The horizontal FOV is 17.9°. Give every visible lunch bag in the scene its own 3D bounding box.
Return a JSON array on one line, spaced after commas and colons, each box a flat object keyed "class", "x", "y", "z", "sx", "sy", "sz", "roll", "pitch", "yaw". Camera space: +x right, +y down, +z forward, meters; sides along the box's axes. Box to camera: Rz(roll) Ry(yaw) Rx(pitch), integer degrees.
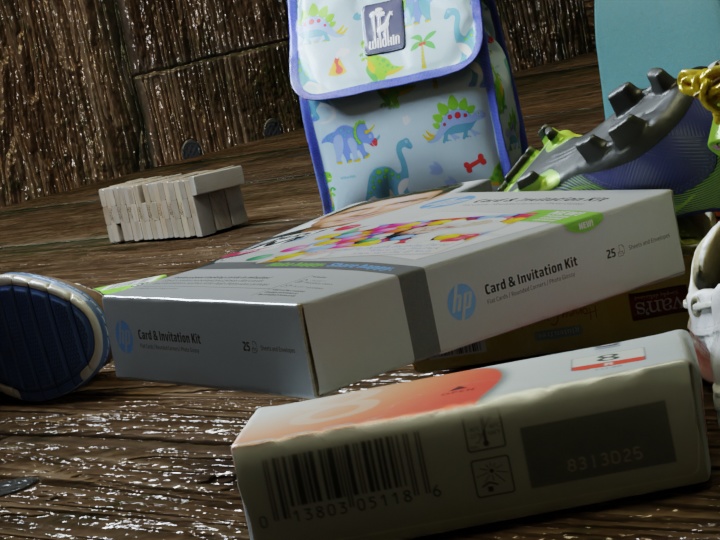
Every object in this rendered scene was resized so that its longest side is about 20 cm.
[{"class": "lunch bag", "x": 0.038, "y": -0.153, "z": 1.884, "sx": 0.168, "sy": 0.202, "sz": 0.127, "roll": -10, "pitch": 7, "yaw": 14}]

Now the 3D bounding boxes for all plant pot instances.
[{"class": "plant pot", "x": 0.294, "y": -0.232, "z": 2.067, "sx": 0.140, "sy": 0.202, "sz": 0.141, "roll": -7, "pitch": 8, "yaw": 31}]

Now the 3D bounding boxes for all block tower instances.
[{"class": "block tower", "x": -0.177, "y": -0.060, "z": 2.136, "sx": 0.054, "sy": 0.058, "sz": 0.199, "roll": -17, "pitch": 6, "yaw": -32}]

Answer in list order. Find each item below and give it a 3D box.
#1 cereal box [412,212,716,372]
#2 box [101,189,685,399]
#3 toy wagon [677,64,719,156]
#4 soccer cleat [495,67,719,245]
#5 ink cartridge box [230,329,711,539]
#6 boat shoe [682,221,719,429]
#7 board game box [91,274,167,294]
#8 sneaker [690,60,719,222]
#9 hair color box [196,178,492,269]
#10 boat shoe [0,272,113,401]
[{"class": "cereal box", "x": 0.106, "y": 0.006, "z": 1.134, "sx": 0.142, "sy": 0.040, "sz": 0.200, "roll": -10, "pitch": 7, "yaw": 11}, {"class": "box", "x": 0.014, "y": 0.006, "z": 0.971, "sx": 0.199, "sy": 0.042, "sz": 0.155, "roll": -15, "pitch": 10, "yaw": -34}, {"class": "toy wagon", "x": 0.204, "y": -0.030, "z": 0.885, "sx": 0.199, "sy": 0.040, "sz": 0.155, "roll": 18, "pitch": -8, "yaw": -26}, {"class": "soccer cleat", "x": 0.118, "y": -0.032, "z": 1.059, "sx": 0.065, "sy": 0.084, "sz": 0.200, "roll": -53, "pitch": 10, "yaw": -21}, {"class": "ink cartridge box", "x": 0.046, "y": 0.049, "z": 0.855, "sx": 0.161, "sy": 0.051, "sz": 0.200, "roll": -11, "pitch": 10, "yaw": 7}, {"class": "boat shoe", "x": 0.159, "y": 0.009, "z": 0.881, "sx": 0.070, "sy": 0.070, "sz": 0.200, "roll": -14, "pitch": 6, "yaw": 7}, {"class": "board game box", "x": -0.233, "y": 0.038, "z": 1.548, "sx": 0.198, "sy": 0.030, "sz": 0.096, "roll": -9, "pitch": 7, "yaw": 10}, {"class": "sneaker", "x": 0.172, "y": -0.052, "z": 1.257, "sx": 0.089, "sy": 0.071, "sz": 0.200, "roll": -17, "pitch": -15, "yaw": 5}, {"class": "hair color box", "x": 0.000, "y": 0.000, "z": 1.290, "sx": 0.098, "sy": 0.061, "sz": 0.200, "roll": -9, "pitch": 7, "yaw": 26}, {"class": "boat shoe", "x": -0.188, "y": 0.032, "z": 1.319, "sx": 0.072, "sy": 0.073, "sz": 0.199, "roll": -16, "pitch": 8, "yaw": -39}]
